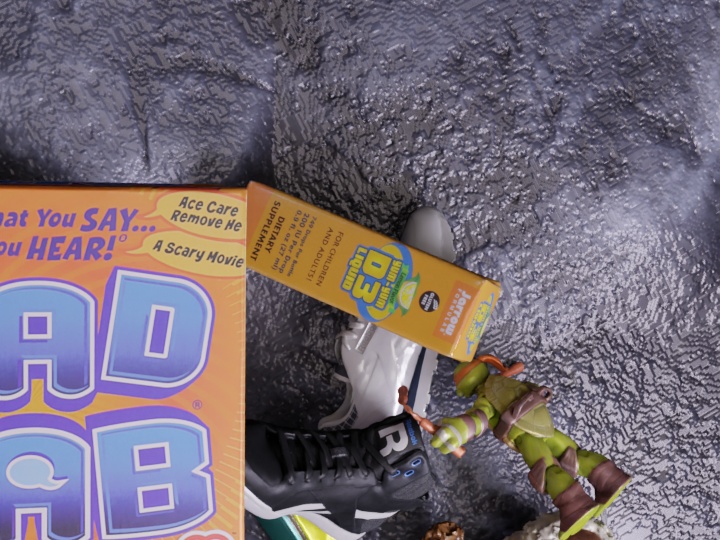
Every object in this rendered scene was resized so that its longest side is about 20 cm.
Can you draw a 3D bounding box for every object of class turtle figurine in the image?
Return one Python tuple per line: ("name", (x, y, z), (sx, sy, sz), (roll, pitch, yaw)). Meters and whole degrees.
("turtle figurine", (0.126, 0.116, 0.881), (0.161, 0.200, 0.064), (45, 112, 20))

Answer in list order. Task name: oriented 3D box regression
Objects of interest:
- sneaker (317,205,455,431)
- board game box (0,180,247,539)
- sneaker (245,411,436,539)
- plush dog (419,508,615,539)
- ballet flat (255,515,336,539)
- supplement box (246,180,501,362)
("sneaker", (0.023, 0.045, 0.932), (0.080, 0.076, 0.200), (12, 91, -3))
("board game box", (-0.170, 0.053, 0.619), (0.199, 0.200, 0.200), (0, 95, -13))
("sneaker", (-0.016, 0.129, 0.845), (0.112, 0.073, 0.200), (-32, 146, 16))
("plush dog", (0.118, 0.271, 0.950), (0.171, 0.160, 0.200), (-3, 101, 8))
("ballet flat", (-0.027, 0.227, 0.946), (0.067, 0.067, 0.200), (-33, 104, -29))
("supplement box", (0.000, 0.000, 0.879), (0.200, 0.069, 0.067), (23, 89, 16))
